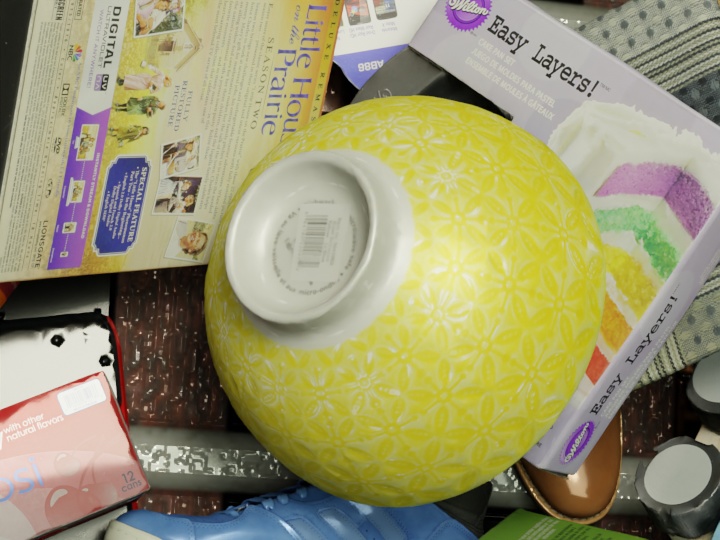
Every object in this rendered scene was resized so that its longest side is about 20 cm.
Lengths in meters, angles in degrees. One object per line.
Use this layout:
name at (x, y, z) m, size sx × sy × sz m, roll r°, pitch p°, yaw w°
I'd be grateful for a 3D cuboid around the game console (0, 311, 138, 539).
game console at (-0.210, 0.117, 0.944) m, size 0.200 × 0.031 × 0.177 m, roll -6°, pitch 80°, yaw -15°

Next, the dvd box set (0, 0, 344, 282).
dvd box set at (-0.096, -0.072, 0.907) m, size 0.200 × 0.029 × 0.147 m, roll -7°, pitch 115°, yaw -48°

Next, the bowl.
bowl at (0.000, 0.000, 0.869) m, size 0.200 × 0.108 × 0.200 m, roll -11°, pitch 67°, yaw 27°

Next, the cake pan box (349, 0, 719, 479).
cake pan box at (0.075, -0.029, 0.939) m, size 0.200 × 0.052 × 0.184 m, roll 39°, pitch 98°, yaw 28°

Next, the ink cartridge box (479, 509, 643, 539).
ink cartridge box at (0.076, 0.238, 0.930) m, size 0.076 × 0.148 × 0.200 m, roll 11°, pitch 104°, yaw 24°

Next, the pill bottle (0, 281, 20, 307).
pill bottle at (-0.171, -0.078, 0.930) m, size 0.110 × 0.110 × 0.200 m, roll 37°, pitch 77°, yaw -7°

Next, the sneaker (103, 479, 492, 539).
sneaker at (-0.025, 0.114, 0.953) m, size 0.200 × 0.077 × 0.111 m, roll 15°, pitch 85°, yaw -21°

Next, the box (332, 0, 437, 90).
box at (0.013, -0.193, 1.026) m, size 0.119 × 0.041 × 0.200 m, roll -11°, pitch 89°, yaw -15°

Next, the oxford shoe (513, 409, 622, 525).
oxford shoe at (0.109, 0.037, 1.006) m, size 0.071 × 0.071 × 0.200 m, roll -5°, pitch 86°, yaw -16°

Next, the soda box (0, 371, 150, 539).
soda box at (-0.204, 0.114, 0.893) m, size 0.200 × 0.070 × 0.064 m, roll -20°, pitch 84°, yaw -17°

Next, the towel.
towel at (0.118, -0.029, 0.964) m, size 0.200 × 0.035 × 0.193 m, roll -25°, pitch 71°, yaw 21°

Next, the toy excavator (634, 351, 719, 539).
toy excavator at (0.237, 0.143, 0.935) m, size 0.195 × 0.200 × 0.100 m, roll -60°, pitch 138°, yaw -25°
